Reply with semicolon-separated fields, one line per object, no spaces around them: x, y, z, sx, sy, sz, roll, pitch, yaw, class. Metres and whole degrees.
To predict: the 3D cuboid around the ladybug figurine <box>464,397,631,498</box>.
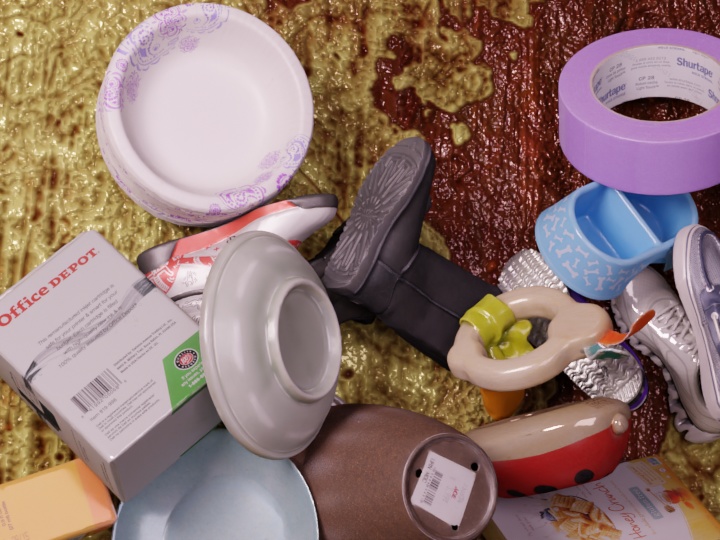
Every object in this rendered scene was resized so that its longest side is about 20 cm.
0.173;0.167;1.631;0.135;0.199;0.073;-12;84;-39;ladybug figurine

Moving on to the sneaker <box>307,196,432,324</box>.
0.000;0.000;1.692;0.200;0.076;0.091;-42;100;-13;sneaker

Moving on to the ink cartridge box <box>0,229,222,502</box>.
-0.223;0.081;1.553;0.146;0.083;0.200;-39;63;-21;ink cartridge box

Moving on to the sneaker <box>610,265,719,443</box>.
0.320;0.074;1.755;0.075;0.081;0.201;-30;85;-18;sneaker

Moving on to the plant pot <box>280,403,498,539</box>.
0.035;0.201;1.565;0.185;0.200;0.189;5;78;-23;plant pot

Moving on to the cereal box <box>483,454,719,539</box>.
0.227;0.246;1.661;0.198;0.144;0.040;-11;121;-19;cereal box

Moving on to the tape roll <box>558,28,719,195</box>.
0.296;-0.160;1.749;0.198;0.066;0.201;-4;40;3;tape roll

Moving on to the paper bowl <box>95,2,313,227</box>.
-0.150;-0.140;1.656;0.198;0.104;0.203;4;76;-15;paper bowl

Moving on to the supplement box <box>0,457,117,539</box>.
-0.318;0.225;1.543;0.198;0.069;0.067;-16;81;-21;supplement box

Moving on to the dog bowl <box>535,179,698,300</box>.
0.260;-0.045;1.741;0.199;0.050;0.112;-22;70;-43;dog bowl

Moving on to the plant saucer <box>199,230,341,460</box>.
-0.064;0.062;1.535;0.200;0.050;0.202;24;62;-55;plant saucer

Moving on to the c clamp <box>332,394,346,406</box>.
-0.081;0.203;1.637;0.169;0.027;0.202;12;75;-13;c clamp

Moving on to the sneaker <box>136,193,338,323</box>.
-0.101;0.006;1.631;0.199;0.067;0.109;-19;81;6;sneaker

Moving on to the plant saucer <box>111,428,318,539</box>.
-0.125;0.244;1.570;0.199;0.039;0.203;-4;75;17;plant saucer

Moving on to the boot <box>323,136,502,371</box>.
0.074;-0.010;1.661;0.199;0.065;0.166;33;86;-36;boot

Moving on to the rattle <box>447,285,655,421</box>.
0.189;0.095;1.620;0.130;0.198;0.144;-44;126;-55;rattle

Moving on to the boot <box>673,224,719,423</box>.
0.366;0.042;1.687;0.072;0.090;0.202;1;71;-41;boot

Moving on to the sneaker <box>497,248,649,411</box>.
0.213;0.067;1.732;0.070;0.099;0.201;-43;61;10;sneaker
